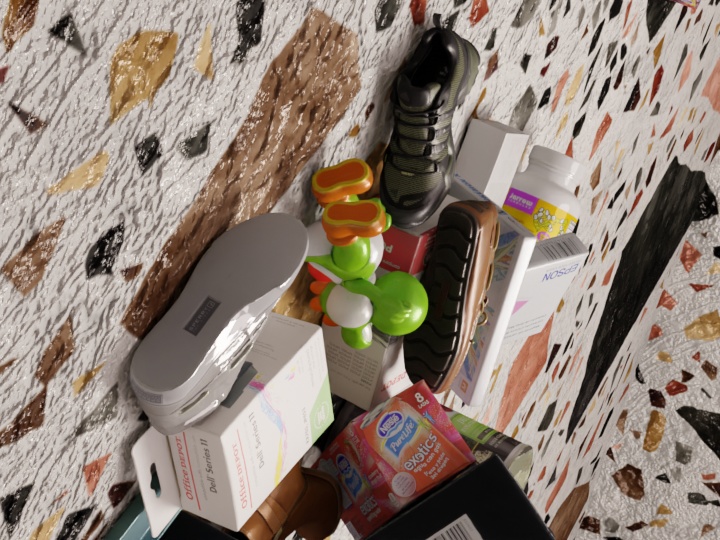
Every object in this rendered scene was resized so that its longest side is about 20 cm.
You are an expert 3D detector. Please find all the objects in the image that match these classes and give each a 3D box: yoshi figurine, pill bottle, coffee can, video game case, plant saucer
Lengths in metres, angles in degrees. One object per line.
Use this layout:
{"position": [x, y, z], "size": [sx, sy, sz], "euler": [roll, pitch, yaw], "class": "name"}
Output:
{"position": [0.014, -0.006, 1.470], "size": [0.112, 0.112, 0.200], "euler": [-46, 148, -30], "class": "yoshi figurine"}
{"position": [0.207, -0.051, 1.962], "size": [0.200, 0.104, 0.104], "euler": [-66, 161, -1], "class": "pill bottle"}
{"position": [0.075, 0.222, 1.790], "size": [0.146, 0.200, 0.147], "euler": [-53, 157, -33], "class": "coffee can"}
{"position": [0.103, 0.013, 1.682], "size": [0.022, 0.182, 0.200], "euler": [2, 116, -32], "class": "video game case"}
{"position": [-0.167, 0.189, 1.396], "size": [0.200, 0.019, 0.070], "euler": [-54, 158, -33], "class": "plant saucer"}

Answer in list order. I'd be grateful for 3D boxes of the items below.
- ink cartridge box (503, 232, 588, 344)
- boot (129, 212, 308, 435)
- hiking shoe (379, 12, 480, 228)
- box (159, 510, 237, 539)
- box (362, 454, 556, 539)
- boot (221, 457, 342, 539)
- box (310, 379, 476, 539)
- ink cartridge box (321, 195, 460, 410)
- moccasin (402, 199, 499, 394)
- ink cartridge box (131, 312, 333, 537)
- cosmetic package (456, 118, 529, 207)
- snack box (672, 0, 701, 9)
{"position": [0.149, 0.054, 1.831], "size": [0.196, 0.043, 0.200], "euler": [-16, 144, -36], "class": "ink cartridge box"}
{"position": [-0.115, 0.045, 1.303], "size": [0.200, 0.073, 0.096], "euler": [-48, 161, -23], "class": "boot"}
{"position": [0.052, -0.142, 1.508], "size": [0.101, 0.076, 0.201], "euler": [32, 70, -63], "class": "hiking shoe"}
{"position": [-0.128, 0.342, 1.477], "size": [0.107, 0.148, 0.200], "euler": [-53, 157, -31], "class": "box"}
{"position": [0.071, 0.298, 1.571], "size": [0.200, 0.124, 0.197], "euler": [-31, 168, -15], "class": "box"}
{"position": [-0.079, 0.249, 1.561], "size": [0.200, 0.076, 0.155], "euler": [84, 22, -46], "class": "boot"}
{"position": [0.030, 0.198, 1.612], "size": [0.095, 0.100, 0.200], "euler": [-29, 169, -22], "class": "box"}
{"position": [0.033, 0.024, 1.623], "size": [0.147, 0.083, 0.200], "euler": [-26, 137, -59], "class": "ink cartridge box"}
{"position": [0.093, 0.027, 1.563], "size": [0.078, 0.074, 0.202], "euler": [-9, 112, -54], "class": "moccasin"}
{"position": [-0.107, 0.141, 1.373], "size": [0.200, 0.067, 0.117], "euler": [-47, 142, -40], "class": "ink cartridge box"}
{"position": [0.124, -0.071, 1.800], "size": [0.083, 0.051, 0.200], "euler": [-5, 118, -64], "class": "cosmetic package"}
{"position": [0.506, -0.500, 2.293], "size": [0.200, 0.053, 0.142], "euler": [-63, 159, -7], "class": "snack box"}
